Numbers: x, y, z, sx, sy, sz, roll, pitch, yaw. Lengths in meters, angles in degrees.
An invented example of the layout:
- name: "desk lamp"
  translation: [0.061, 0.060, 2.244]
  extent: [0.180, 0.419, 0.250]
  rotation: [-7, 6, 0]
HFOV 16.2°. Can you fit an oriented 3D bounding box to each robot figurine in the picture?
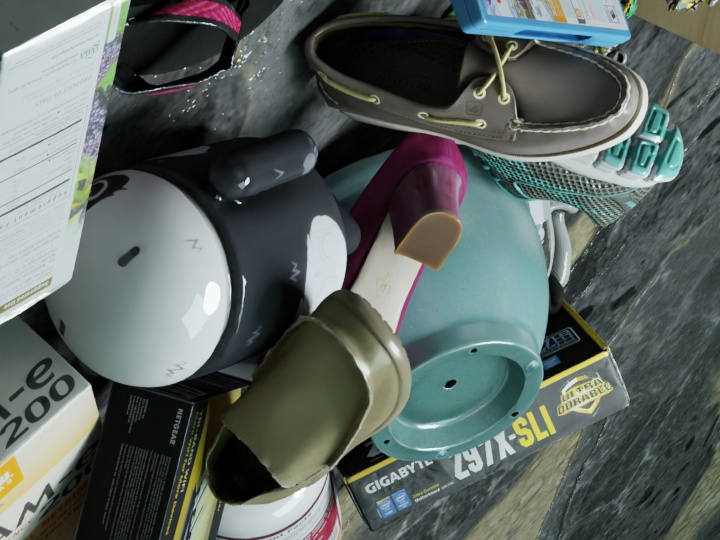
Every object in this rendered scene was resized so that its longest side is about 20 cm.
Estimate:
- name: "robot figurine"
  translation: [-0.089, -0.008, 1.412]
  extent: [0.200, 0.124, 0.151]
  rotation: [-20, 116, -52]

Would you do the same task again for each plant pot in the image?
- name: "plant pot"
  translation: [0.039, 0.036, 1.619]
  extent: [0.199, 0.135, 0.201]
  rotation: [-16, 143, -12]

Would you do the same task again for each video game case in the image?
- name: "video game case"
  translation: [0.084, -0.197, 1.415]
  extent: [0.018, 0.144, 0.200]
  rotation: [-22, 172, 27]

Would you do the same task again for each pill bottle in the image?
- name: "pill bottle"
  translation: [-0.074, 0.140, 1.704]
  extent: [0.113, 0.113, 0.200]
  rotation: [-42, 158, -16]

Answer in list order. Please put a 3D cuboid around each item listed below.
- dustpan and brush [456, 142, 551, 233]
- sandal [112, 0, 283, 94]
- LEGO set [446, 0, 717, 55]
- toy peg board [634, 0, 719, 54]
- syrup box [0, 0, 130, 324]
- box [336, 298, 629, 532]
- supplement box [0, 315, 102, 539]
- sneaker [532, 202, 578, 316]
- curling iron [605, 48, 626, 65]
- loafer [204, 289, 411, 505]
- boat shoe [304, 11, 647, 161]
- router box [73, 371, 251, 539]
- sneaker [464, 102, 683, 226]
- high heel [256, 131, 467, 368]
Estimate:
- name: "dustpan and brush"
  translation: [0.035, -0.039, 1.672]
  extent: [0.199, 0.057, 0.140]
  rotation: [-14, 135, -5]
- name: "sandal"
  translation: [-0.101, -0.117, 1.302]
  extent: [0.200, 0.045, 0.075]
  rotation: [-23, 147, -49]
- name: "LEGO set"
  translation: [0.158, -0.174, 1.611]
  extent: [0.200, 0.116, 0.154]
  rotation: [-16, 142, -54]
- name: "toy peg board"
  translation: [0.296, -0.226, 1.714]
  extent: [0.098, 0.199, 0.200]
  rotation: [-57, 164, -23]
- name: "syrup box"
  translation: [-0.176, -0.067, 1.195]
  extent: [0.081, 0.079, 0.200]
  rotation: [-33, 154, -36]
- name: "box"
  translation: [0.072, 0.094, 1.749]
  extent: [0.199, 0.050, 0.160]
  rotation: [-26, -161, -2]
- name: "supplement box"
  translation: [-0.211, 0.128, 1.467]
  extent: [0.126, 0.073, 0.200]
  rotation: [-43, 158, -18]
- name: "sneaker"
  translation: [0.079, 0.012, 1.780]
  extent: [0.200, 0.115, 0.075]
  rotation: [-55, 159, 14]
- name: "curling iron"
  translation: [0.153, -0.111, 1.639]
  extent: [0.050, 0.025, 0.200]
  rotation: [-60, 180, -12]
- name: "loafer"
  translation: [-0.032, 0.083, 1.416]
  extent: [0.067, 0.076, 0.200]
  rotation: [-37, 166, -34]
- name: "boat shoe"
  translation: [0.064, -0.110, 1.453]
  extent: [0.060, 0.199, 0.072]
  rotation: [39, 63, -66]
- name: "router box"
  translation: [-0.126, 0.160, 1.499]
  extent: [0.157, 0.052, 0.201]
  rotation: [-13, 118, -79]
- name: "sneaker"
  translation: [0.094, -0.081, 1.567]
  extent: [0.091, 0.199, 0.078]
  rotation: [120, -8, -52]
- name: "high heel"
  translation: [0.000, 0.000, 1.532]
  extent: [0.067, 0.096, 0.200]
  rotation: [30, 123, -25]
